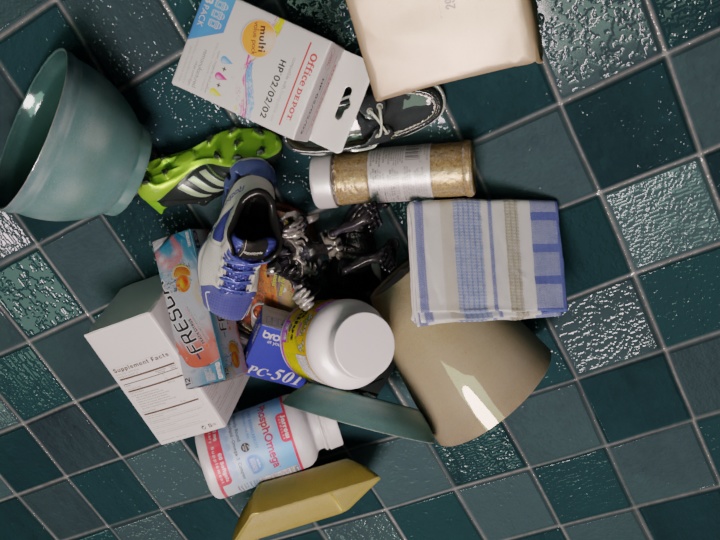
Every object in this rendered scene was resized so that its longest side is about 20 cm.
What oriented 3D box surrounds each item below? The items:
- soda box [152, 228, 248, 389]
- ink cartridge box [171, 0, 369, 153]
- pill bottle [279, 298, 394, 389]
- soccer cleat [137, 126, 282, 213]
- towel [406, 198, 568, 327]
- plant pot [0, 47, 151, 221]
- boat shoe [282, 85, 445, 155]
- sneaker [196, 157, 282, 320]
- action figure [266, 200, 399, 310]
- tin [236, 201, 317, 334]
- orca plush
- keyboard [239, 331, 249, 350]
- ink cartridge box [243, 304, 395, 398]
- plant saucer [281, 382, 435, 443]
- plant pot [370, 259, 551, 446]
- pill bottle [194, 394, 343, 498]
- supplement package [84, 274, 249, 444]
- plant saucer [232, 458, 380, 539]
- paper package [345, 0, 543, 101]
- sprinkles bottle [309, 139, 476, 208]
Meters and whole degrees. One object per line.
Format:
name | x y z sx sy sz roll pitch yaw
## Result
soda box | -0.211 0.050 1.107 0.063 0.068 0.203 -16 85 19
ink cartridge box | -0.096 -0.221 0.939 0.198 0.068 0.117 25 101 7
pill bottle | -0.027 0.087 1.012 0.102 0.200 0.106 1 86 -20
soccer cleat | -0.186 -0.125 1.060 0.197 0.068 0.081 -15 147 9
towel | 0.150 -0.012 1.001 0.196 0.024 0.150 -2 83 -14
plant pot | -0.337 -0.144 1.014 0.133 0.202 0.200 23 126 -34
boat shoe | 0.003 -0.175 0.990 0.197 0.061 0.077 -13 116 17
sneaker | -0.145 -0.024 0.997 0.079 0.115 0.202 10 113 -17
action figure | -0.058 -0.021 1.021 0.197 0.102 0.121 -16 97 28
tin | -0.119 0.001 1.131 0.110 0.042 0.202 18 121 5
orca plush | 0.000 0.000 1.086 0.104 0.071 0.202 20 122 -2
keyboard | -0.100 0.142 1.197 0.197 0.057 0.011 24 126 -4
ink cartridge box | -0.058 0.120 1.155 0.197 0.045 0.095 17 124 -16
plant saucer | 0.001 0.173 1.044 0.197 0.200 0.037 15 83 2
plant pot | 0.107 0.083 1.065 0.187 0.188 0.201 -37 98 27
pill bottle | -0.129 0.244 1.206 0.197 0.109 0.110 -19 118 -6
supplement package | -0.266 0.120 1.178 0.118 0.122 0.202 -18 115 23
plant saucer | -0.091 0.339 1.244 0.197 0.049 0.201 -10 154 -23
paper package | 0.079 -0.303 0.876 0.187 0.104 0.202 -11 118 16
sprinkles bottle | 0.039 -0.116 1.013 0.196 0.069 0.069 -3 120 13
